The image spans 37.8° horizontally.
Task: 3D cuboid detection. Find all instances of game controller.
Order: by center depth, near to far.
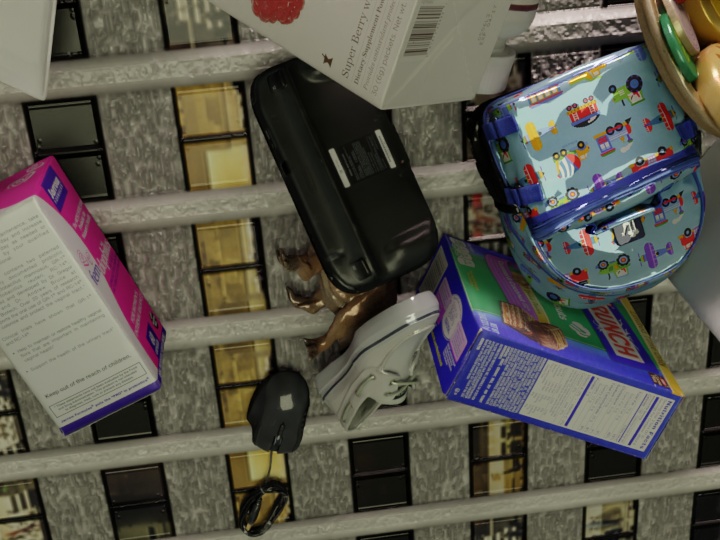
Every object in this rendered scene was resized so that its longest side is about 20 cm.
[{"bbox_3d":[-0.012,-0.085,0.864,0.104,0.042,0.201,-23,87,-24],"label":"game controller"}]

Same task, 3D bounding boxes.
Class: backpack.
[{"bbox_3d":[0.197,-0.068,0.869,0.181,0.135,0.202,-19,96,1],"label":"backpack"}]

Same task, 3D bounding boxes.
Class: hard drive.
[{"bbox_3d":[0.317,-0.030,0.893,0.026,0.200,0.132,29,109,-19],"label":"hard drive"}]

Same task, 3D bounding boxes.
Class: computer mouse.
[{"bbox_3d":[-0.089,0.187,1.040,0.058,0.034,0.202,6,115,-11],"label":"computer mouse"}]

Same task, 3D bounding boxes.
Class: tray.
[{"bbox_3d":[-0.262,-0.240,0.790,0.107,0.022,0.201,24,120,16],"label":"tray"}]

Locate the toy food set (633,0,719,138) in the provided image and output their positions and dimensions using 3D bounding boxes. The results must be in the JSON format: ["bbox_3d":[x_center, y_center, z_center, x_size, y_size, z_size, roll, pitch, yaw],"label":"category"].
[{"bbox_3d":[0.277,-0.191,0.823,0.048,0.200,0.198,-23,112,42],"label":"toy food set"}]

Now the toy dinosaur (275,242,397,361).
[{"bbox_3d":[0.000,0.000,0.937,0.134,0.086,0.201,-17,123,-7],"label":"toy dinosaur"}]

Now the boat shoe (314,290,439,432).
[{"bbox_3d":[0.025,0.085,0.938,0.073,0.067,0.200,-21,164,-30],"label":"boat shoe"}]

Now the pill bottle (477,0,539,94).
[{"bbox_3d":[0.092,-0.246,0.809,0.109,0.110,0.202,7,115,-11],"label":"pill bottle"}]

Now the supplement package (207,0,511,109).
[{"bbox_3d":[-0.005,-0.214,0.746,0.119,0.199,0.122,-17,134,-49],"label":"supplement package"}]

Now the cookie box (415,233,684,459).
[{"bbox_3d":[0.162,0.064,0.937,0.198,0.172,0.076,18,116,-16],"label":"cookie box"}]

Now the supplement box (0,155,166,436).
[{"bbox_3d":[-0.259,0.022,0.899,0.103,0.101,0.201,-26,117,6],"label":"supplement box"}]
